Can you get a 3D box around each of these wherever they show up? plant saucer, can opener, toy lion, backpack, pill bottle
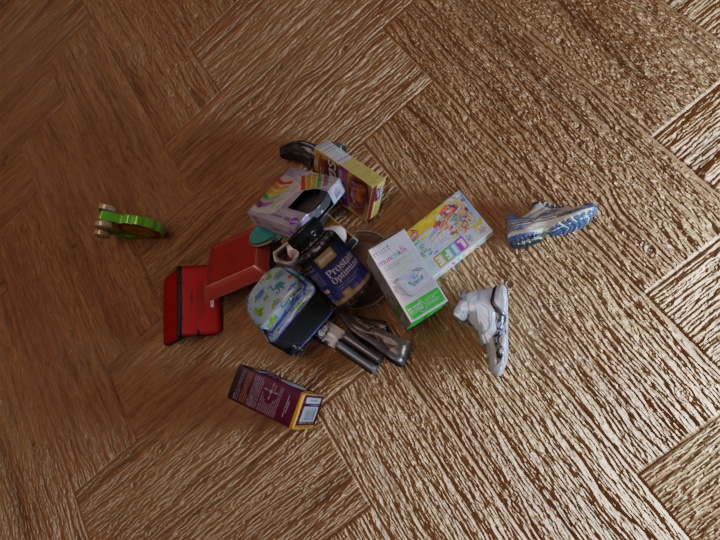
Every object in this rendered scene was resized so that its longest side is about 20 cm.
[{"bbox_3d":[-0.338,-0.030,1.374,0.198,0.037,0.201,-22,44,13],"label":"plant saucer"},{"bbox_3d":[-0.036,0.181,1.240,0.199,0.067,0.053,30,67,20],"label":"can opener"},{"bbox_3d":[-0.684,-0.129,1.519,0.199,0.190,0.070,-16,63,59],"label":"toy lion"},{"bbox_3d":[-0.186,0.080,1.250,0.184,0.147,0.200,-50,36,-4],"label":"backpack"},{"bbox_3d":[0.000,0.000,1.282,0.198,0.037,0.203,-5,75,19],"label":"plant saucer"},{"bbox_3d":[-0.071,-0.019,1.161,0.112,0.112,0.200,-40,101,6],"label":"pill bottle"}]

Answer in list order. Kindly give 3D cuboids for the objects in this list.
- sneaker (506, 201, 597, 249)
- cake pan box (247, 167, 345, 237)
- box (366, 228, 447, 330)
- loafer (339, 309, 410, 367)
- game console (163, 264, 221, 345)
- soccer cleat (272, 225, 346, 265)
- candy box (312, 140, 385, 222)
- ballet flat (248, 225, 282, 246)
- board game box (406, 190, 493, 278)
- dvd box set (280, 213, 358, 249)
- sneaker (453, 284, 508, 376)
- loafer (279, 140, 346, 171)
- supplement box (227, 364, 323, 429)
[{"bbox_3d":[0.419,-0.122,1.135,0.198,0.077,0.086,-18,66,15],"label":"sneaker"},{"bbox_3d":[-0.159,-0.170,1.282,0.199,0.053,0.185,22,64,39],"label":"cake pan box"},{"bbox_3d":[0.096,0.029,1.123,0.096,0.200,0.178,-29,79,-4],"label":"box"},{"bbox_3d":[0.038,0.149,1.216,0.199,0.073,0.071,34,78,20],"label":"loafer"},{"bbox_3d":[-0.480,0.099,1.449,0.170,0.119,0.203,-3,72,-13],"label":"game console"},{"bbox_3d":[-0.126,-0.054,1.239,0.198,0.086,0.071,-21,82,29],"label":"soccer cleat"},{"bbox_3d":[-0.036,-0.228,1.302,0.199,0.117,0.056,38,53,21],"label":"candy box"},{"bbox_3d":[-0.216,-0.129,1.372,0.069,0.071,0.201,35,75,17],"label":"ballet flat"},{"bbox_3d":[0.199,-0.078,1.228,0.199,0.034,0.135,-38,66,7],"label":"board game box"},{"bbox_3d":[-0.111,-0.076,1.320,0.147,0.029,0.200,-51,52,6],"label":"dvd box set"},{"bbox_3d":[0.266,0.131,1.126,0.113,0.075,0.203,-1,70,21],"label":"sneaker"},{"bbox_3d":[-0.138,-0.311,1.402,0.197,0.073,0.073,5,82,23],"label":"loafer"},{"bbox_3d":[-0.205,0.306,1.236,0.198,0.110,0.087,17,81,24],"label":"supplement box"}]
